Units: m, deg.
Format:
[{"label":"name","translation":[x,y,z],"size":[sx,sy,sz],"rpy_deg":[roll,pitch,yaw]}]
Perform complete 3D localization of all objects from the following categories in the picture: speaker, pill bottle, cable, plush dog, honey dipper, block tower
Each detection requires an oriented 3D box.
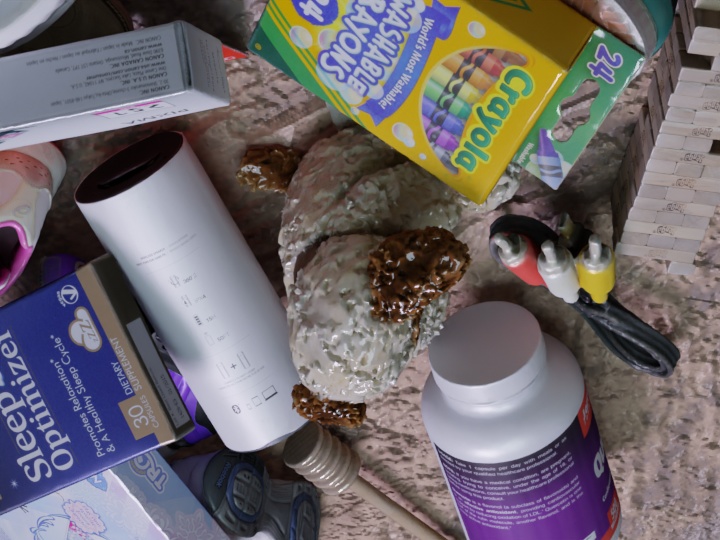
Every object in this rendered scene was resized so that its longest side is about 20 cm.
[{"label":"speaker","translation":[-0.099,0.014,1.367],"size":[0.081,0.081,0.201],"rpy_deg":[-22,114,19]},{"label":"pill bottle","translation":[0.107,0.118,1.471],"size":[0.112,0.113,0.201],"rpy_deg":[-11,132,10]},{"label":"cable","translation":[0.142,0.023,1.412],"size":[0.097,0.051,0.200],"rpy_deg":[6,149,30]},{"label":"plush dog","translation":[0.000,0.000,1.322],"size":[0.159,0.172,0.201],"rpy_deg":[15,132,-14]},{"label":"honey dipper","translation":[0.021,0.175,1.577],"size":[0.038,0.038,0.200],"rpy_deg":[-31,127,26]},{"label":"block tower","translation":[0.201,-0.089,1.322],"size":[0.057,0.054,0.201],"rpy_deg":[7,132,-5]}]

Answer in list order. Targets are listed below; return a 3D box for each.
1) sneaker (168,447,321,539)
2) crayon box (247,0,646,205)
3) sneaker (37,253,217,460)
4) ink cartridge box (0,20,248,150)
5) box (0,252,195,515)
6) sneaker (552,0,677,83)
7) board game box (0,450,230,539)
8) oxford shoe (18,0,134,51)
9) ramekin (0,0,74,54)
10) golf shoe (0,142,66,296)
[{"label":"sneaker","translation":[-0.089,0.174,1.546],"size":[0.087,0.075,0.200],"rpy_deg":[-1,152,25]},{"label":"crayon box","translation":[0.045,-0.124,1.229],"size":[0.199,0.052,0.126],"rpy_deg":[33,138,2]},{"label":"sneaker","translation":[-0.136,0.045,1.438],"size":[0.099,0.070,0.200],"rpy_deg":[-19,138,15]},{"label":"ink cartridge box","translation":[-0.172,-0.096,1.248],"size":[0.198,0.174,0.044],"rpy_deg":[-10,87,10]},{"label":"box","translation":[-0.211,0.082,1.365],"size":[0.199,0.032,0.122],"rpy_deg":[-24,94,29]},{"label":"sneaker","translation":[0.111,-0.205,1.215],"size":[0.071,0.080,0.201],"rpy_deg":[-17,115,44]},{"label":"board game box","translation":[-0.187,0.174,1.491],"size":[0.198,0.043,0.200],"rpy_deg":[-12,122,46]},{"label":"oxford shoe","translation":[-0.226,-0.156,1.247],"size":[0.199,0.074,0.071],"rpy_deg":[22,129,-18]},{"label":"ramekin","translation":[-0.227,-0.201,1.140],"size":[0.201,0.094,0.204],"rpy_deg":[-3,107,-9]},{"label":"golf shoe","translation":[-0.258,-0.005,1.376],"size":[0.075,0.092,0.200],"rpy_deg":[23,130,-22]}]
